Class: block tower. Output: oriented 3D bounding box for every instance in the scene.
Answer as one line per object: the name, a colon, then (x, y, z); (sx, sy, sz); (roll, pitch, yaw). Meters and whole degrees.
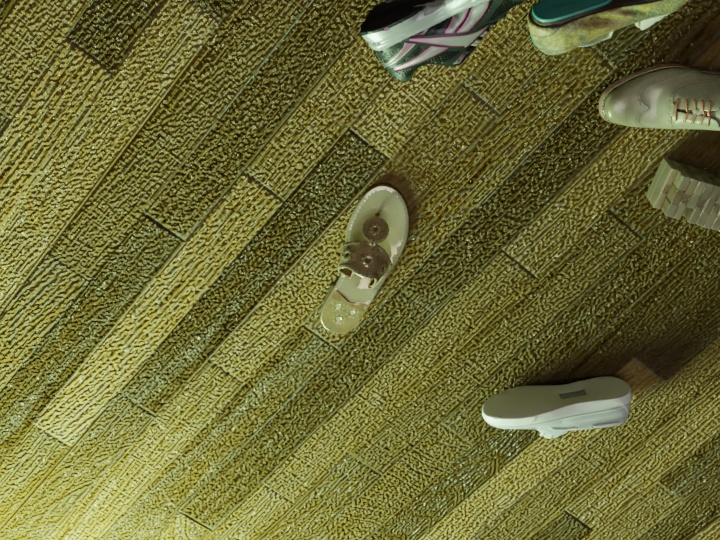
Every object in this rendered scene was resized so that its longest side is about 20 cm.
block tower: (0.449, -0.075, 1.083); (0.199, 0.054, 0.058); (14, 118, -7)

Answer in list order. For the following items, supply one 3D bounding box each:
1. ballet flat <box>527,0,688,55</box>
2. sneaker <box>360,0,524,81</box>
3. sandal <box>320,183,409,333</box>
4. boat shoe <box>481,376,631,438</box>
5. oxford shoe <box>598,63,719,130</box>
ballet flat: (0.279, -0.281, 0.973); (0.199, 0.071, 0.071); (-16, 117, 8)
sneaker: (0.106, -0.269, 0.972); (0.200, 0.080, 0.086); (-17, 130, 18)
sandal: (0.005, 0.002, 1.118); (0.077, 0.070, 0.212); (19, 117, -10)
boat shoe: (0.266, 0.193, 1.226); (0.199, 0.072, 0.069); (-12, 117, -4)
oxford shoe: (0.370, -0.189, 1.010); (0.199, 0.074, 0.071); (-6, 118, 4)
